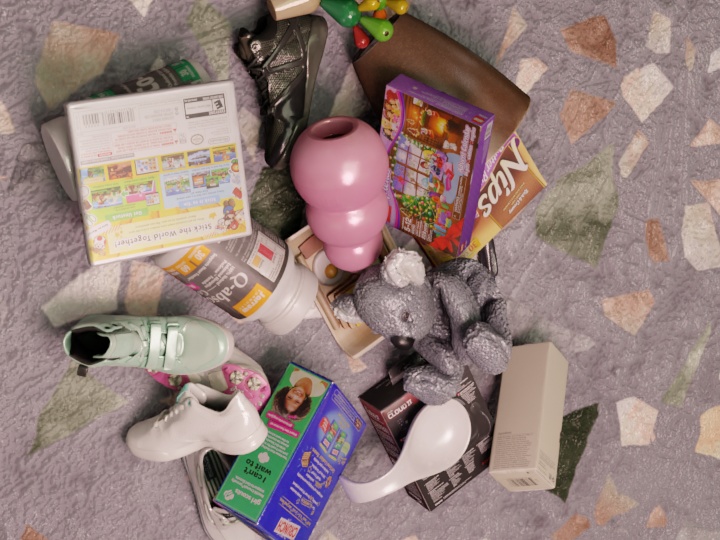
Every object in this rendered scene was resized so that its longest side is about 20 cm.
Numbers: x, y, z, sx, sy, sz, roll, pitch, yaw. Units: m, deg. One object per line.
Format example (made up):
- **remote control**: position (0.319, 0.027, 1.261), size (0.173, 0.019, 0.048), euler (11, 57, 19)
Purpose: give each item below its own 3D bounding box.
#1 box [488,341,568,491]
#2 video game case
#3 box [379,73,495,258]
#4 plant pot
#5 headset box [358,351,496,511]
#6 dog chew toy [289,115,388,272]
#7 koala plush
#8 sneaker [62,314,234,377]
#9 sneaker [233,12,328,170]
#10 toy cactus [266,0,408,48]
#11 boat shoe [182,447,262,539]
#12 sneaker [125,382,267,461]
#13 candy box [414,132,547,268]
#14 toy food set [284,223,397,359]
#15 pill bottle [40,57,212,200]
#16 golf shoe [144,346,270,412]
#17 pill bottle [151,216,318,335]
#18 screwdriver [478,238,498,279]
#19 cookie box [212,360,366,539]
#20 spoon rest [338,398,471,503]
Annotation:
- **box**: position (0.241, 0.208, 1.718), size (0.068, 0.081, 0.203), euler (43, 49, -41)
- **video game case**: position (-0.228, -0.113, 1.377), size (0.197, 0.023, 0.185), euler (-12, 104, -25)
- **box**: position (0.086, -0.128, 1.503), size (0.039, 0.135, 0.202), euler (-41, 149, -42)
- **plant pot**: position (0.088, -0.231, 1.567), size (0.200, 0.187, 0.187), euler (44, 80, -14)
- **headset box**: position (0.101, 0.211, 1.705), size (0.148, 0.077, 0.202), euler (-34, 112, -17)
- **dog chew toy**: position (-0.019, -0.087, 1.506), size (0.123, 0.124, 0.203), euler (-23, 124, -21)
- **koala plush**: position (0.071, 0.048, 1.559), size (0.198, 0.177, 0.186), euler (20, 54, -28)
- **sneaker**: position (-0.255, 0.094, 1.433), size (0.197, 0.118, 0.075), euler (3, 96, 4)
- **sneaker**: position (-0.115, -0.232, 1.511), size (0.113, 0.076, 0.203), euler (11, 93, -25)
- **toy cactus**: position (-0.039, -0.353, 1.491), size (0.163, 0.102, 0.202), euler (-24, 82, -12)
- **boat shoe**: position (-0.181, 0.309, 1.587), size (0.073, 0.067, 0.202), euler (-33, 113, -17)
- **sneaker**: position (-0.213, 0.180, 1.492), size (0.076, 0.197, 0.089), euler (-64, 138, -52)
- **candy box**: position (0.156, -0.103, 1.683), size (0.200, 0.056, 0.117), euler (-42, 115, -12)
- **toy food set**: position (0.000, 0.000, 1.621), size (0.143, 0.060, 0.202), euler (-35, 113, -17)
- **pill bottle**: position (-0.267, -0.165, 1.424), size (0.198, 0.113, 0.115), euler (-26, 111, -20)
- **golf shoe**: position (-0.205, 0.117, 1.540), size (0.198, 0.092, 0.076), euler (31, 103, -7)
- **pill bottle**: position (-0.155, -0.009, 1.510), size (0.199, 0.116, 0.117), euler (36, 84, -27)
- **screwdriver**: position (0.195, 0.046, 1.750), size (0.029, 0.028, 0.203), euler (-34, 119, -48)
- **cookie box**: position (-0.086, 0.246, 1.557), size (0.202, 0.074, 0.172), euler (-62, 154, -17)
- **spoon rest**: position (0.069, 0.249, 1.620), size (0.198, 0.060, 0.100), euler (-32, 114, -16)
